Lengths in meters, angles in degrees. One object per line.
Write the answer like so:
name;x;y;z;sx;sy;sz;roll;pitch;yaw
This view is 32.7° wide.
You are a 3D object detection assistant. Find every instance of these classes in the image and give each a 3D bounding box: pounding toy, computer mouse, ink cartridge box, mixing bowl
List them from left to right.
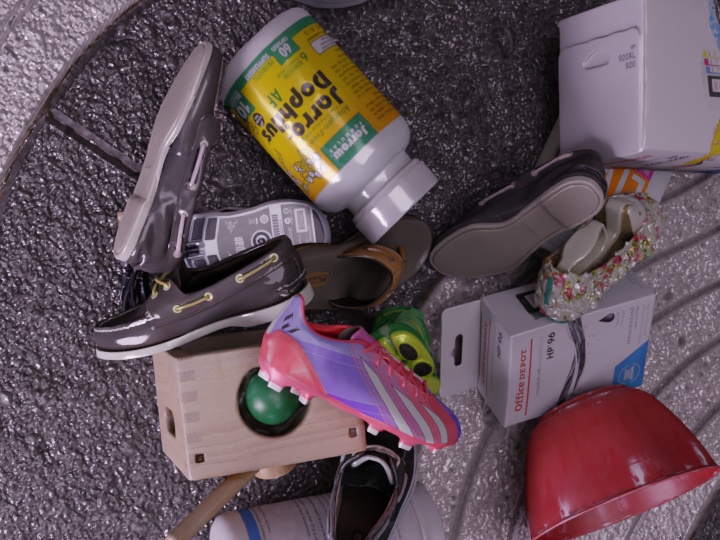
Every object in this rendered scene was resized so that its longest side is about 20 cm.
computer mouse;-0.125;-0.019;1.128;0.196;0.044;0.112;-6;88;-12
pounding toy;-0.098;0.132;1.055;0.181;0.200;0.145;-7;93;-17
ink cartridge box;0.178;0.075;1.186;0.197;0.068;0.118;-15;127;-17
mixing bowl;0.235;0.179;1.184;0.197;0.201;0.110;-14;69;-17
ink cartridge box;0.306;-0.173;1.170;0.197;0.147;0.148;0;89;-22

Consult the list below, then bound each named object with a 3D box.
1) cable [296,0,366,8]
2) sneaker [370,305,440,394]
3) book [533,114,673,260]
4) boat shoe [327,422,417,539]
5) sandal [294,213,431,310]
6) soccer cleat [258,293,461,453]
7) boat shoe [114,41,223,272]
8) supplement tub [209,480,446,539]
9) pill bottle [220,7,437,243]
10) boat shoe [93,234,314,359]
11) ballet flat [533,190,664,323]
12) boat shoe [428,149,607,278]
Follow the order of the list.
cable;-0.028;-0.349;1.137;0.200;0.069;0.201;-43;102;-12
sneaker;0.028;0.073;1.109;0.073;0.200;0.085;-16;76;2
book;0.245;-0.093;1.245;0.132;0.048;0.202;28;80;-19
boat shoe;0.013;0.185;1.063;0.071;0.202;0.072;10;131;3
sandal;0.000;0.000;1.127;0.198;0.054;0.083;-12;120;-45
soccer cleat;0.009;0.087;0.991;0.198;0.067;0.077;25;95;-24
boat shoe;-0.153;-0.094;1.061;0.056;0.067;0.203;20;96;-27
supplement tub;-0.030;0.270;1.115;0.197;0.132;0.135;-8;93;-16
pill bottle;-0.026;-0.125;1.100;0.113;0.113;0.200;-42;90;-12
boat shoe;-0.141;0.023;1.045;0.198;0.072;0.061;-17;109;9
ballet flat;0.230;-0.028;1.153;0.200;0.075;0.065;-46;143;-35
boat shoe;0.150;-0.051;1.162;0.067;0.199;0.057;43;41;-23
